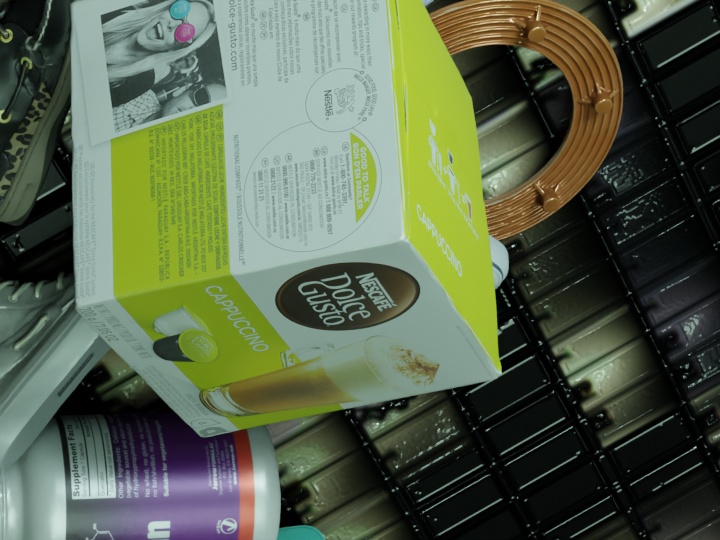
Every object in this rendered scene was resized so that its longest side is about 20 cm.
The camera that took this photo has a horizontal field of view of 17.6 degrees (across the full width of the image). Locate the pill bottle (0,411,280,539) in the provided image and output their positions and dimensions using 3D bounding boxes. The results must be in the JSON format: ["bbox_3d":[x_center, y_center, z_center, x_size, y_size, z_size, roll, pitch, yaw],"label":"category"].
[{"bbox_3d":[-0.159,0.151,1.541,0.200,0.112,0.113,-2,117,-15],"label":"pill bottle"}]

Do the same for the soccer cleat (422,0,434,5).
[{"bbox_3d":[0.027,-0.186,1.461,0.200,0.067,0.076,-29,159,-10],"label":"soccer cleat"}]

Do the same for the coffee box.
[{"bbox_3d":[-0.041,-0.044,1.358,0.198,0.200,0.200,-11,152,14],"label":"coffee box"}]

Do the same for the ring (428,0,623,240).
[{"bbox_3d":[0.079,-0.091,1.517,0.200,0.019,0.201,-10,132,-11],"label":"ring"}]

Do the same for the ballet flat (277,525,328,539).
[{"bbox_3d":[-0.116,0.226,1.622,0.200,0.071,0.065,-4,132,-10],"label":"ballet flat"}]

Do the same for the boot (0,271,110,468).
[{"bbox_3d":[-0.205,0.024,1.487,0.096,0.074,0.200,37,74,8],"label":"boot"}]

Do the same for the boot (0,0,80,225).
[{"bbox_3d":[-0.249,-0.129,1.398,0.150,0.073,0.200,10,118,-21],"label":"boot"}]

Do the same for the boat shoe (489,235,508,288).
[{"bbox_3d":[0.000,0.000,1.526,0.200,0.067,0.074,10,149,-12],"label":"boat shoe"}]
